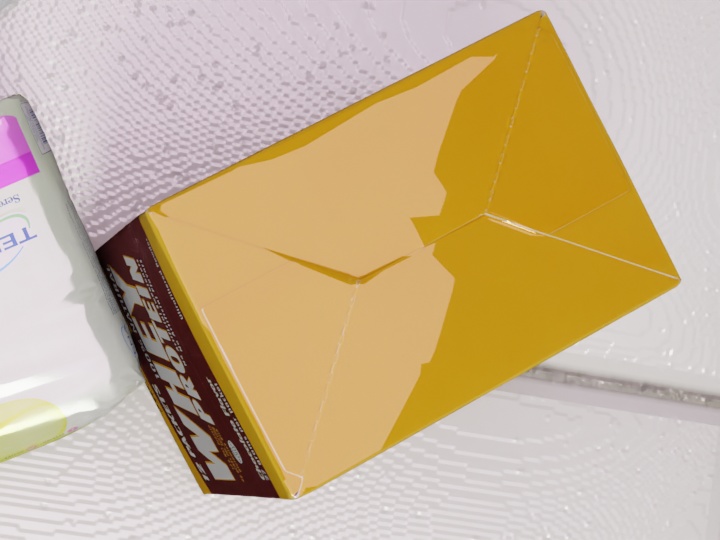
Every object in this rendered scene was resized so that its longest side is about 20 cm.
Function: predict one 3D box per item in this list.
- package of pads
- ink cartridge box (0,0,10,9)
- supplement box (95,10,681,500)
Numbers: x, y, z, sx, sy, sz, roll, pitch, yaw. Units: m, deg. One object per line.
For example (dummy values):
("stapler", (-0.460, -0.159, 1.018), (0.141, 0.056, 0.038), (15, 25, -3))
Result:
("package of pads", (-0.214, 0.027, 0.954), (0.199, 0.068, 0.155), (-24, 98, -9))
("ink cartridge box", (-0.217, -0.150, 0.918), (0.043, 0.200, 0.196), (40, 76, 19))
("supplement box", (0.000, 0.000, 0.957), (0.197, 0.200, 0.133), (-28, 92, -15))
